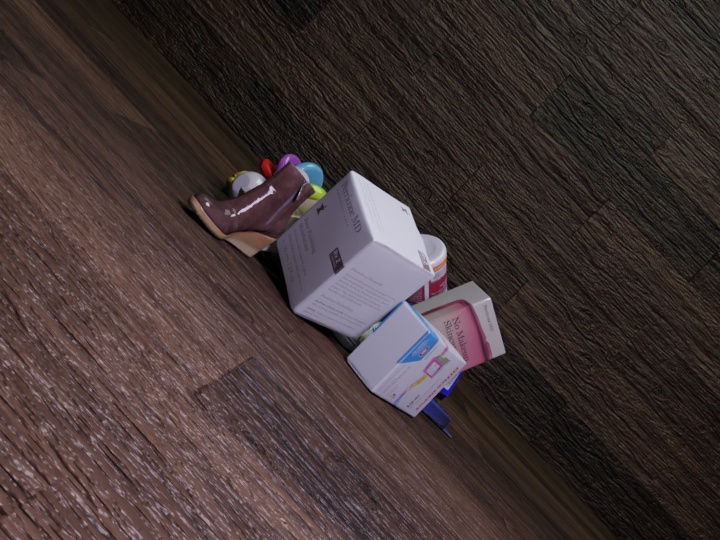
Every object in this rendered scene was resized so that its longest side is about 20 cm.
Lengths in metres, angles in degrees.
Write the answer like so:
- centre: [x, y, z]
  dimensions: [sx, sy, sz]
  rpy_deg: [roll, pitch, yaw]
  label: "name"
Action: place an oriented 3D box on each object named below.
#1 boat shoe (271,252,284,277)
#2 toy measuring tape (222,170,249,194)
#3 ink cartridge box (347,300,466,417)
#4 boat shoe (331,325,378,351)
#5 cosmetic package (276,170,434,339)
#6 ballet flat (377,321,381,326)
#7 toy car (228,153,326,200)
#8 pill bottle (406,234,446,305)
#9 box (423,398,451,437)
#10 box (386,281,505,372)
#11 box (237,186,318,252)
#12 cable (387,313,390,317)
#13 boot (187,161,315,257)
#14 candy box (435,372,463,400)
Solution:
- centre: [-0.121, 0.000, 1.553]
  dimensions: [0.067, 0.073, 0.201]
  rpy_deg: [60, 5, -34]
  label: "boat shoe"
- centre: [-0.252, -0.179, 1.878]
  dimensions: [0.074, 0.074, 0.200]
  rpy_deg: [47, 4, 22]
  label: "toy measuring tape"
- centre: [0.086, 0.161, 1.444]
  dimensions: [0.085, 0.145, 0.200]
  rpy_deg: [47, 4, 32]
  label: "ink cartridge box"
- centre: [0.012, 0.124, 1.525]
  dimensions: [0.200, 0.062, 0.073]
  rpy_deg: [45, 24, -29]
  label: "boat shoe"
- centre: [-0.011, -0.022, 1.393]
  dimensions: [0.164, 0.199, 0.167]
  rpy_deg: [26, 33, -41]
  label: "cosmetic package"
- centre: [0.078, 0.130, 1.693]
  dimensions: [0.196, 0.069, 0.063]
  rpy_deg: [10, 20, -16]
  label: "ballet flat"
- centre: [-0.155, -0.159, 1.633]
  dimensions: [0.176, 0.196, 0.153]
  rpy_deg: [55, 35, -54]
  label: "toy car"
- centre: [0.133, 0.033, 1.781]
  dimensions: [0.113, 0.111, 0.203]
  rpy_deg: [49, -28, 46]
  label: "pill bottle"
- centre: [0.123, 0.259, 1.724]
  dimensions: [0.200, 0.032, 0.121]
  rpy_deg: [46, 3, -26]
  label: "box"
- centre: [0.168, 0.128, 1.621]
  dimensions: [0.109, 0.196, 0.130]
  rpy_deg: [-126, -165, -70]
  label: "box"
- centre: [-0.131, -0.084, 1.497]
  dimensions: [0.197, 0.079, 0.095]
  rpy_deg: [7, 29, -35]
  label: "box"
- centre: [0.051, 0.061, 1.826]
  dimensions: [0.050, 0.197, 0.167]
  rpy_deg: [-5, -83, 53]
  label: "cable"
- centre: [-0.173, -0.119, 1.323]
  dimensions: [0.072, 0.166, 0.200]
  rpy_deg: [46, 3, 32]
  label: "boot"
- centre: [0.140, 0.203, 1.815]
  dimensions: [0.168, 0.077, 0.200]
  rpy_deg: [38, -6, 9]
  label: "candy box"
